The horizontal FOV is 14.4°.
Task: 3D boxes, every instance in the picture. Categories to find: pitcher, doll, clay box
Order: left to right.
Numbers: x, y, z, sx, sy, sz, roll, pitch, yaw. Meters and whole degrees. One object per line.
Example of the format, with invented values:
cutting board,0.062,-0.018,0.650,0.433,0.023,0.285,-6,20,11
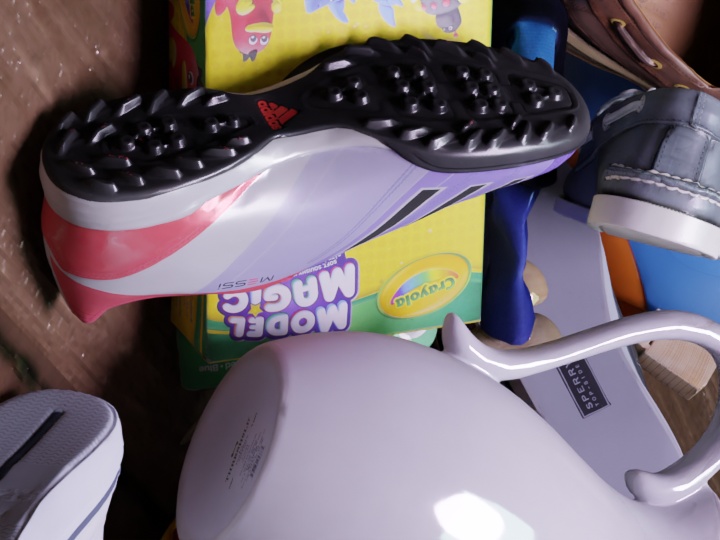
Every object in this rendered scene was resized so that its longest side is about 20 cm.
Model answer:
clay box,-0.011,-0.047,1.058,0.115,0.048,0.200,-9,114,-21
pitcher,0.046,0.075,1.057,0.200,0.121,0.172,22,84,-22
doll,0.057,-0.065,1.111,0.137,0.048,0.200,-103,-169,-55

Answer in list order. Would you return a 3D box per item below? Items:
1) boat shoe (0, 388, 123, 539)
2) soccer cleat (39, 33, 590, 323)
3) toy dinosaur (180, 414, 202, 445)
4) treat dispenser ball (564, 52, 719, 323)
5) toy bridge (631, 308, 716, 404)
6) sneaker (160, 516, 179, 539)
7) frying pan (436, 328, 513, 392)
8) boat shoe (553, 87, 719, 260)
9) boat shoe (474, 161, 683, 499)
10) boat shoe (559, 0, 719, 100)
boat shoe,-0.128,0.108,0.913,0.200,0.073,0.067,-39,132,-55
soccer cleat,-0.016,-0.031,1.005,0.200,0.068,0.073,-11,134,-18
toy dinosaur,0.000,0.000,1.161,0.200,0.058,0.101,-39,136,-54
treat dispenser ball,0.169,-0.062,1.322,0.201,0.201,0.201,-39,135,-54
toy bridge,0.106,0.056,1.348,0.027,0.067,0.200,-57,-178,-22
sneaker,-0.035,0.117,1.128,0.200,0.073,0.077,-19,104,-67
frying pan,0.064,0.082,1.254,0.190,0.031,0.115,-124,-167,-81
boat shoe,0.121,-0.041,1.139,0.200,0.073,0.062,-43,148,-87
boat shoe,0.087,0.034,1.247,0.057,0.069,0.200,79,-9,-74
boat shoe,0.157,-0.089,1.166,0.200,0.068,0.072,23,87,-30
